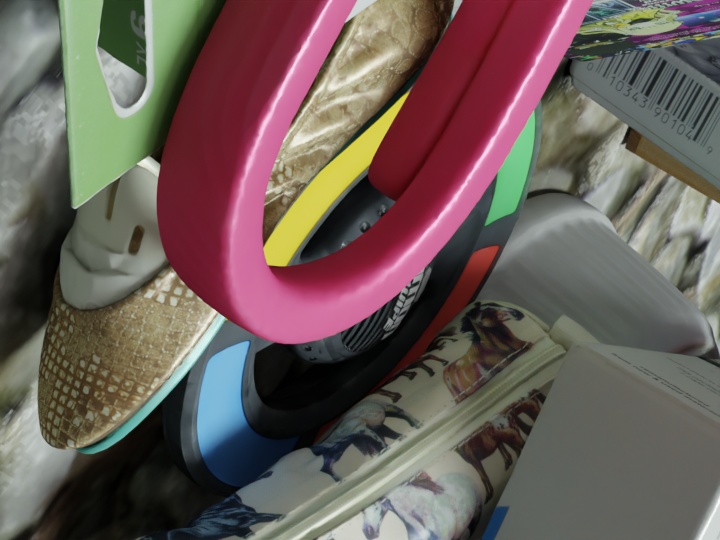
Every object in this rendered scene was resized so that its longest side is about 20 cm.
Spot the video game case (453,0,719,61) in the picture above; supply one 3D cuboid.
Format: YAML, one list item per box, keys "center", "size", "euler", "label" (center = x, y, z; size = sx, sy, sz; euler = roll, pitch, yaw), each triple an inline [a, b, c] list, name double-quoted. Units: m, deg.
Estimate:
- center: [0.133, -0.117, 0.848]
  size: [0.181, 0.199, 0.036]
  euler: [8, 75, -62]
  label: "video game case"

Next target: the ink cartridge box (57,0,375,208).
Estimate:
- center: [-0.031, -0.116, 0.688]
  size: [0.200, 0.059, 0.104]
  euler: [-38, 149, -34]
  label: "ink cartridge box"

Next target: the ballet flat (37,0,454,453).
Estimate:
- center: [-0.050, -0.036, 0.767]
  size: [0.200, 0.070, 0.065]
  euler: [-53, 128, -12]
  label: "ballet flat"

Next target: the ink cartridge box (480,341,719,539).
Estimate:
- center: [0.135, 0.115, 0.930]
  size: [0.200, 0.084, 0.147]
  euler: [10, 107, -53]
  label: "ink cartridge box"

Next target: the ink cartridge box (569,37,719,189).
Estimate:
- center: [0.217, -0.056, 1.046]
  size: [0.200, 0.198, 0.044]
  euler: [-16, 138, -55]
  label: "ink cartridge box"

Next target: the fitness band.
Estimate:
- center: [0.014, -0.071, 0.707]
  size: [0.201, 0.037, 0.143]
  euler: [-62, 154, 9]
  label: "fitness band"

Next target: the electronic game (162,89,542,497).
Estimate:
- center: [0.000, 0.000, 0.899]
  size: [0.200, 0.042, 0.200]
  euler: [-42, 153, -27]
  label: "electronic game"

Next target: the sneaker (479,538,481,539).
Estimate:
- center: [-0.032, 0.150, 0.941]
  size: [0.200, 0.090, 0.075]
  euler: [-40, 174, -18]
  label: "sneaker"

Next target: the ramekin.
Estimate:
- center: [0.077, 0.074, 1.071]
  size: [0.202, 0.094, 0.203]
  euler: [-41, 151, -28]
  label: "ramekin"

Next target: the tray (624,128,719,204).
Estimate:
- center: [0.219, -0.064, 1.155]
  size: [0.200, 0.098, 0.037]
  euler: [-16, 133, -54]
  label: "tray"

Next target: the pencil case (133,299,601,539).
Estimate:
- center: [0.004, 0.085, 0.890]
  size: [0.200, 0.078, 0.089]
  euler: [-34, 176, -30]
  label: "pencil case"
